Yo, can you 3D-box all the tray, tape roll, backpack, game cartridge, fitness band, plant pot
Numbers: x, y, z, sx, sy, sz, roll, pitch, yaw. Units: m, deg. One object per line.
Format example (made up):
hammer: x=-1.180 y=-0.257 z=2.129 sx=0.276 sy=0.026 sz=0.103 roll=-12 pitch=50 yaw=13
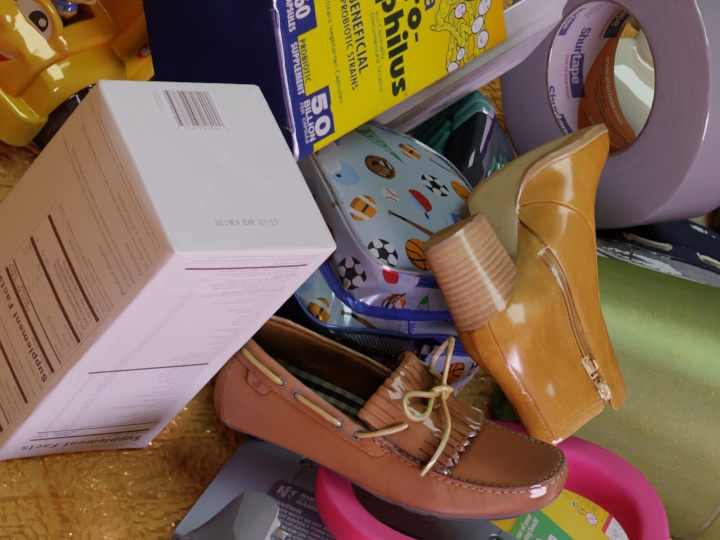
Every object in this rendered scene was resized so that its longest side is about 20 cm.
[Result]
tray: x=0.054 y=-0.121 z=1.559 sx=0.200 sy=0.107 sz=0.022 roll=-32 pitch=84 yaw=-28
tape roll: x=0.182 y=-0.130 z=1.634 sx=0.066 sy=0.200 sz=0.201 roll=-7 pitch=60 yaw=-37
backpack: x=0.000 y=0.000 z=1.480 sx=0.190 sy=0.154 sz=0.200 roll=15 pitch=42 yaw=-47
game cartridge: x=0.003 y=0.166 z=1.354 sx=0.200 sy=0.042 sz=0.133 roll=22 pitch=32 yaw=13
fitness band: x=0.073 y=0.135 z=1.356 sx=0.200 sy=0.037 sz=0.144 roll=11 pitch=35 yaw=-3
plant pot: x=0.192 y=0.077 z=1.568 sx=0.190 sy=0.200 sz=0.200 roll=24 pitch=41 yaw=-6

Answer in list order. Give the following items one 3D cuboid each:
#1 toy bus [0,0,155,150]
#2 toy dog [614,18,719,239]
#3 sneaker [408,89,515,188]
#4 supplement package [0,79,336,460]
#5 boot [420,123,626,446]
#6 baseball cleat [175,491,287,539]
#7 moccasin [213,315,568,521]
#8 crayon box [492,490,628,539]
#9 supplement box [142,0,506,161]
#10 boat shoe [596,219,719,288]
toy bus: x=-0.143 y=-0.182 z=1.475 sx=0.136 sy=0.192 sz=0.200 roll=53 pitch=40 yaw=8
toy dog: x=0.230 y=-0.086 z=1.772 sx=0.194 sy=0.140 sz=0.200 roll=-12 pitch=66 yaw=-45
sneaker: x=0.080 y=-0.076 z=1.644 sx=0.088 sy=0.074 sz=0.200 roll=43 pitch=17 yaw=-17
supplement package: x=-0.127 y=0.002 z=1.309 sx=0.114 sy=0.200 sz=0.110 roll=-1 pitch=57 yaw=-44
boot: x=0.116 y=0.010 z=1.421 sx=0.144 sy=0.071 sz=0.201 roll=60 pitch=40 yaw=-9
baseball cleat: x=-0.121 y=0.165 z=1.243 sx=0.106 sy=0.070 sz=0.200 roll=41 pitch=53 yaw=-3
moccasin: x=0.018 y=0.075 z=1.328 sx=0.201 sy=0.078 sz=0.074 roll=24 pitch=34 yaw=19
crayon box: x=0.103 y=0.199 z=1.455 sx=0.119 sy=0.058 sz=0.200 roll=42 pitch=38 yaw=-4
supplement box: x=-0.019 y=-0.157 z=1.434 sx=0.109 sy=0.109 sz=0.200 roll=14 pitch=34 yaw=37
boat shoe: x=0.166 y=-0.004 z=1.673 sx=0.200 sy=0.075 sz=0.093 roll=19 pitch=38 yaw=-10
